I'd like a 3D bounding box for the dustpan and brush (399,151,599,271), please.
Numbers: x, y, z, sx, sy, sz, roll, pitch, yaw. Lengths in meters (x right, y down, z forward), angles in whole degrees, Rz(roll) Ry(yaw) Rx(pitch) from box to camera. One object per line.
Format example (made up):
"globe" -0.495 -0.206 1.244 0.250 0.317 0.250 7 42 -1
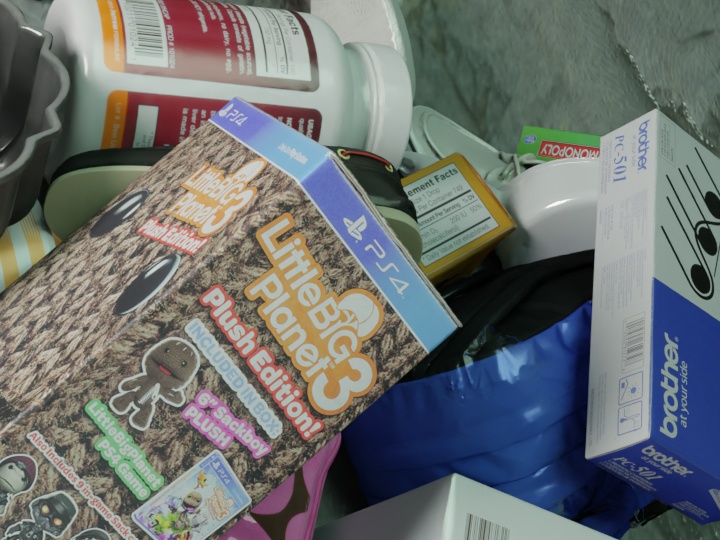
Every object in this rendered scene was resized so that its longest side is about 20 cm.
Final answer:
"dustpan and brush" 0.112 -0.030 0.930 0.198 0.140 0.057 18 36 -5

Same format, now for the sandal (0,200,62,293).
"sandal" -0.165 -0.010 0.747 0.205 0.059 0.080 -10 67 -41

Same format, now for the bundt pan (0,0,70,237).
"bundt pan" -0.240 -0.064 0.681 0.200 0.076 0.203 8 40 -7

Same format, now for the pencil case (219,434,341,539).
"pencil case" -0.063 0.138 0.706 0.093 0.091 0.201 5 52 8

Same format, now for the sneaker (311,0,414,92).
"sneaker" 0.005 -0.187 0.992 0.088 0.075 0.201 6 56 -49

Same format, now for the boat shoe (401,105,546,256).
"boat shoe" 0.107 -0.047 0.981 0.200 0.066 0.072 46 44 -3

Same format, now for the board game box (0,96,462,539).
"board game box" -0.083 0.033 0.634 0.200 0.159 0.097 -41 113 -6

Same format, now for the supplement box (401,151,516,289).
"supplement box" 0.000 0.000 0.850 0.199 0.067 0.069 -25 75 -39

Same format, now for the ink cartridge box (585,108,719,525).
"ink cartridge box" 0.169 0.022 0.760 0.094 0.044 0.201 30 52 -31

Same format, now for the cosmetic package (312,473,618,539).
"cosmetic package" 0.084 0.175 0.744 0.199 0.151 0.052 25 57 -23

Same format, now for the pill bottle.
"pill bottle" -0.077 -0.094 0.816 0.198 0.113 0.114 3 59 -25

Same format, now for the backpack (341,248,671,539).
"backpack" 0.093 0.083 0.811 0.199 0.162 0.169 -21 91 -46

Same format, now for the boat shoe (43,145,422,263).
"boat shoe" -0.066 -0.034 0.752 0.199 0.074 0.063 5 43 -20

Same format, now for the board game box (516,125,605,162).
"board game box" 0.225 -0.056 1.021 0.199 0.134 0.029 17 88 -38
